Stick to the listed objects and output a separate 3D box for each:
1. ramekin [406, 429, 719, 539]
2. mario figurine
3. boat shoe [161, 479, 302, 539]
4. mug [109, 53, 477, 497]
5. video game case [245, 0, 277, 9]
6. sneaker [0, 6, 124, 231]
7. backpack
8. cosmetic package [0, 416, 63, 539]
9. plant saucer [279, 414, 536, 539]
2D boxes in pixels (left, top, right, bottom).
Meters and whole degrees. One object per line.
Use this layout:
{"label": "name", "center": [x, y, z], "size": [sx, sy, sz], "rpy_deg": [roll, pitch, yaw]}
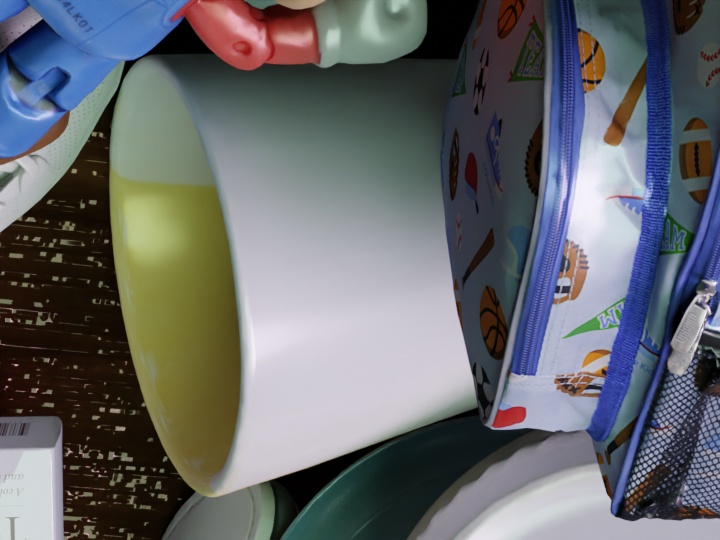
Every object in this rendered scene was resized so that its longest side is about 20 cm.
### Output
{"label": "ramekin", "center": [0.094, 0.144, 0.953], "size": [0.200, 0.105, 0.200], "rpy_deg": [-1, 84, 8]}
{"label": "mario figurine", "center": [-0.055, -0.107, 0.860], "size": [0.200, 0.106, 0.123], "rpy_deg": [-24, 152, 36]}
{"label": "boat shoe", "center": [-0.054, 0.156, 1.105], "size": [0.062, 0.073, 0.200], "rpy_deg": [9, 124, -22]}
{"label": "mug", "center": [0.000, -0.008, 0.996], "size": [0.153, 0.187, 0.150], "rpy_deg": [-10, 91, -19]}
{"label": "video game case", "center": [0.021, -0.186, 0.936], "size": [0.200, 0.023, 0.182], "rpy_deg": [-15, 124, -6]}
{"label": "sneaker", "center": [-0.144, -0.007, 0.949], "size": [0.074, 0.116, 0.200], "rpy_deg": [37, 105, -29]}
{"label": "backpack", "center": [0.105, -0.042, 0.829], "size": [0.154, 0.200, 0.191], "rpy_deg": [6, 131, -18]}
{"label": "cosmetic package", "center": [-0.204, 0.131, 1.008], "size": [0.200, 0.052, 0.151], "rpy_deg": [-1, 101, -2]}
{"label": "plant saucer", "center": [0.055, 0.152, 1.024], "size": [0.200, 0.027, 0.200], "rpy_deg": [-1, 83, 9]}
